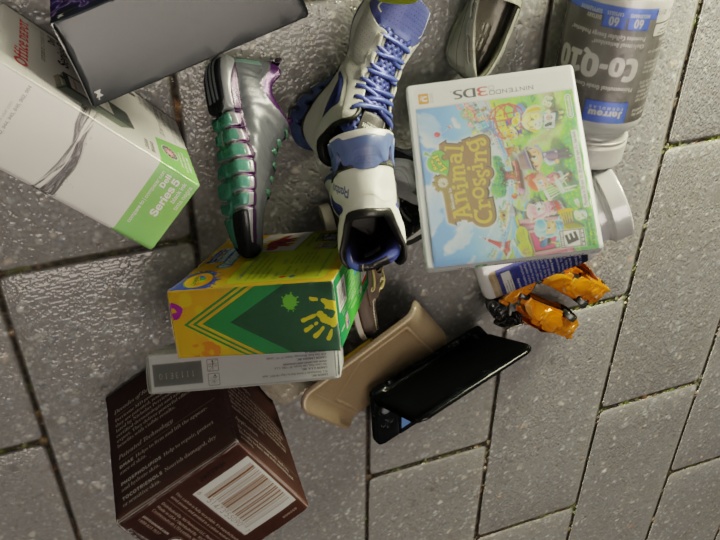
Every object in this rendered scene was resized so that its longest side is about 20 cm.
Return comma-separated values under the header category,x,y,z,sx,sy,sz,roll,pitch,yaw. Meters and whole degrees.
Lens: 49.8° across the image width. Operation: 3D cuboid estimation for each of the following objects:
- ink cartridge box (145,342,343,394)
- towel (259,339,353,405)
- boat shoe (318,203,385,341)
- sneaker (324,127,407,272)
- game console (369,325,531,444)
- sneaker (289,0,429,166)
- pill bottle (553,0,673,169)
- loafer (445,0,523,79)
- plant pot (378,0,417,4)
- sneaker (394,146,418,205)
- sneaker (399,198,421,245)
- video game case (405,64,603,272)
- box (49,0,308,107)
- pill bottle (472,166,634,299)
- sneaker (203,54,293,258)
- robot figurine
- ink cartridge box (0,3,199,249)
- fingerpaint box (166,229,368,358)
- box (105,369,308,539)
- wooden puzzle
category,x,y,z,sx,sy,sz,roll,pitch,yaw
ink cartridge box,-0.116,0.092,0.852,0.195,0.174,0.045,-5,91,1
towel,-0.099,0.082,0.996,0.131,0.035,0.201,-32,128,-1
boat shoe,0.000,0.000,0.960,0.058,0.072,0.203,-19,123,-6
sneaker,0.003,-0.051,0.771,0.079,0.118,0.200,-5,169,1
game console,0.122,0.174,1.067,0.198,0.116,0.178,-27,138,-22
sneaker,0.012,-0.183,0.797,0.080,0.116,0.200,24,112,-37
pill bottle,0.279,-0.229,0.896,0.111,0.114,0.203,-8,125,-18
loafer,0.150,-0.298,0.818,0.069,0.070,0.203,3,121,-24
plant pot,0.026,-0.357,0.647,0.180,0.202,0.199,-38,130,13
sneaker,0.098,-0.129,0.874,0.115,0.197,0.076,-63,157,-9
sneaker,0.119,-0.096,0.945,0.199,0.074,0.079,-41,135,7
video game case,0.145,-0.107,0.804,0.178,0.205,0.022,-6,166,4
box,-0.162,-0.237,0.676,0.197,0.142,0.080,-25,130,-6
pill bottle,0.227,-0.052,0.964,0.197,0.117,0.117,-21,130,9
sneaker,-0.101,-0.118,0.792,0.086,0.074,0.205,-10,98,-27
robot figurine,0.259,0.026,1.100,0.198,0.058,0.146,22,111,-35
ink cartridge box,-0.258,-0.129,0.705,0.199,0.146,0.084,33,106,-37
fingerpaint box,-0.086,0.020,0.813,0.163,0.200,0.075,-4,106,9
box,-0.190,0.220,0.943,0.163,0.201,0.167,-34,130,3
wooden puzzle,0.021,0.128,1.047,0.199,0.037,0.185,-41,154,3
